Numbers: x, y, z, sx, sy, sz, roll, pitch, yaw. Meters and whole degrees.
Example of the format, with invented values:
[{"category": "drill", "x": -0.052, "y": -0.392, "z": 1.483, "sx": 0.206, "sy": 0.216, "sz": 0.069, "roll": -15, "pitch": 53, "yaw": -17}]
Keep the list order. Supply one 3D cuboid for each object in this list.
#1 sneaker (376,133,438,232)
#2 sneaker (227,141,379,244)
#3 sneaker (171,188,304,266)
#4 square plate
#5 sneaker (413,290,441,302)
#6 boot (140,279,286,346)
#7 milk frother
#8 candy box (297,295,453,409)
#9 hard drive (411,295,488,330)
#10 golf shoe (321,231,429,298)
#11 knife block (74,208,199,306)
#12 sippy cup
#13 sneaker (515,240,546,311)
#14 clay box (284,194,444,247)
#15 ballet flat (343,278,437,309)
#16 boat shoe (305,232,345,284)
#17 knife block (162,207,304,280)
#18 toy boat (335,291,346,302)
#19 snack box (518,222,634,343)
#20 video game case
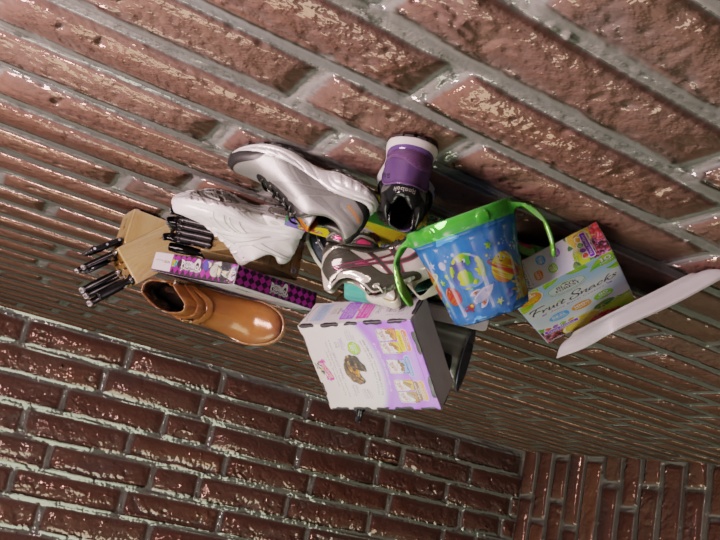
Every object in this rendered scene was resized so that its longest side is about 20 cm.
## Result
[{"category": "sneaker", "x": 0.048, "y": -0.081, "z": 0.949, "sx": 0.075, "sy": 0.088, "sz": 0.200, "roll": 10, "pitch": 164, "yaw": 7}, {"category": "sneaker", "x": -0.080, "y": -0.098, "z": 0.979, "sx": 0.200, "sy": 0.080, "sz": 0.074, "roll": 24, "pitch": 167, "yaw": 11}, {"category": "sneaker", "x": -0.182, "y": -0.056, "z": 1.153, "sx": 0.199, "sy": 0.100, "sz": 0.078, "roll": 16, "pitch": -161, "yaw": -8}, {"category": "square plate", "x": 0.389, "y": 0.058, "z": 1.118, "sx": 0.198, "sy": 0.029, "sz": 0.200, "roll": -23, "pitch": 168, "yaw": -13}, {"category": "sneaker", "x": 0.124, "y": 0.012, "z": 1.259, "sx": 0.082, "sy": 0.071, "sz": 0.199, "roll": 16, "pitch": 170, "yaw": -32}, {"category": "boot", "x": -0.226, "y": 0.058, "z": 1.223, "sx": 0.199, "sy": 0.077, "sz": 0.155, "roll": 22, "pitch": 177, "yaw": 22}, {"category": "milk frother", "x": 0.084, "y": 0.179, "z": 1.393, "sx": 0.187, "sy": 0.181, "sz": 0.201, "roll": 16, "pitch": 126, "yaw": 17}, {"category": "candy box", "x": 0.024, "y": 0.132, "z": 1.238, "sx": 0.199, "sy": 0.072, "sz": 0.168, "roll": -5, "pitch": 118, "yaw": 29}, {"category": "hard drive", "x": 0.115, "y": 0.061, "z": 1.367, "sx": 0.131, "sy": 0.027, "sz": 0.200, "roll": 13, "pitch": -177, "yaw": -22}, {"category": "golf shoe", "x": 0.045, "y": 0.000, "z": 1.065, "sx": 0.199, "sy": 0.088, "sz": 0.077, "roll": 6, "pitch": 159, "yaw": 9}, {"category": "knife block", "x": -0.377, "y": -0.006, "z": 1.359, "sx": 0.199, "sy": 0.176, "sz": 0.064, "roll": 21, "pitch": 163, "yaw": -29}, {"category": "sippy cup", "x": 0.140, "y": -0.006, "z": 0.968, "sx": 0.139, "sy": 0.131, "sz": 0.178, "roll": -21, "pitch": -179, "yaw": -41}, {"category": "sneaker", "x": 0.228, "y": 0.014, "z": 1.145, "sx": 0.076, "sy": 0.084, "sz": 0.200, "roll": 11, "pitch": 162, "yaw": -1}, {"category": "clay box", "x": 0.005, "y": -0.068, "z": 1.098, "sx": 0.199, "sy": 0.048, "sz": 0.115, "roll": 17, "pitch": 163, "yaw": -14}, {"category": "ballet flat", "x": 0.066, "y": 0.017, "z": 1.164, "sx": 0.199, "sy": 0.071, "sz": 0.067, "roll": -21, "pitch": 135, "yaw": 12}, {"category": "boat shoe", "x": 0.000, "y": 0.000, "z": 1.239, "sx": 0.200, "sy": 0.075, "sz": 0.062, "roll": 47, "pitch": 138, "yaw": -14}, {"category": "knife block", "x": -0.216, "y": -0.044, "z": 1.290, "sx": 0.175, "sy": 0.064, "sz": 0.200, "roll": -2, "pitch": 159, "yaw": 44}, {"category": "toy boat", "x": 0.040, "y": 0.111, "z": 1.529, "sx": 0.199, "sy": 0.131, "sz": 0.130, "roll": 18, "pitch": 163, "yaw": -19}, {"category": "snack box", "x": 0.286, "y": 0.023, "z": 1.082, "sx": 0.142, "sy": 0.053, "sz": 0.200, "roll": -30, "pitch": 149, "yaw": 13}, {"category": "video game case", "x": -0.197, "y": 0.018, "z": 1.257, "sx": 0.181, "sy": 0.036, "sz": 0.200, "roll": 8, "pitch": 171, "yaw": 35}]
